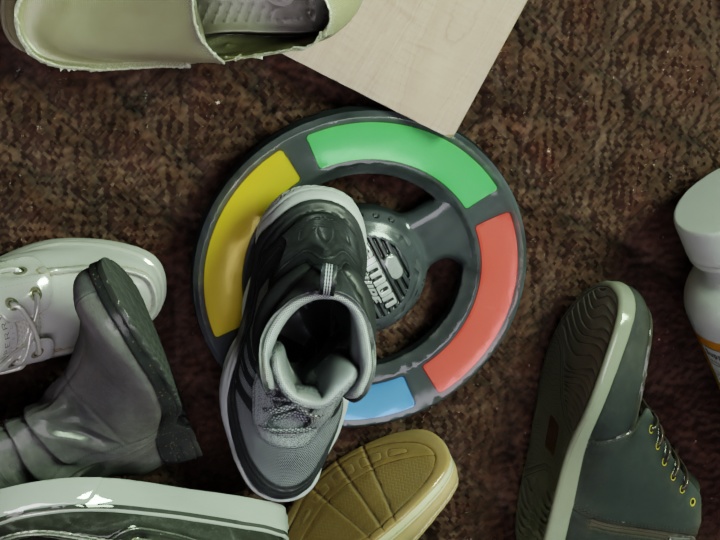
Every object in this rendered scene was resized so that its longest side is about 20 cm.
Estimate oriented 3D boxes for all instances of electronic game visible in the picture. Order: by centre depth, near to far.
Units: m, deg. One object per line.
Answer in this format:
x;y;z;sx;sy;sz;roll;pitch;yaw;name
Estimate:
0.000;0.000;1.292;0.199;0.042;0.201;-4;113;-10;electronic game

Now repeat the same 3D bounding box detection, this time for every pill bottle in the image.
0.260;0.036;1.322;0.111;0.111;0.201;-27;115;1;pill bottle

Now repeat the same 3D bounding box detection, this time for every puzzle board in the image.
0.031;-0.193;1.220;0.150;0.017;0.201;26;105;-9;puzzle board

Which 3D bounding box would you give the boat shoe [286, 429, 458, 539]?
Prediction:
-0.014;0.178;1.354;0.200;0.074;0.069;-40;133;7;boat shoe

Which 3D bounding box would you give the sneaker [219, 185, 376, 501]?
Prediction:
-0.036;0.062;1.232;0.075;0.114;0.201;5;117;-7;sneaker

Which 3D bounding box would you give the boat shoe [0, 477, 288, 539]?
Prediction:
-0.129;0.160;1.270;0.199;0.064;0.071;8;154;-27;boat shoe

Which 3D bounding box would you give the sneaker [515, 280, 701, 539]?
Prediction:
0.166;0.095;1.356;0.106;0.075;0.201;3;121;-18;sneaker

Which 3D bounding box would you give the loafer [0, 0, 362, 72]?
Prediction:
-0.097;-0.146;1.186;0.199;0.068;0.076;-7;110;1;loafer

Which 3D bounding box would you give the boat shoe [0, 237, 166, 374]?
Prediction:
-0.205;0.031;1.247;0.199;0.069;0.071;-9;111;-9;boat shoe

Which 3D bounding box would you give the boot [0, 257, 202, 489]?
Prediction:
-0.167;0.078;1.234;0.131;0.070;0.200;-20;146;-5;boot
